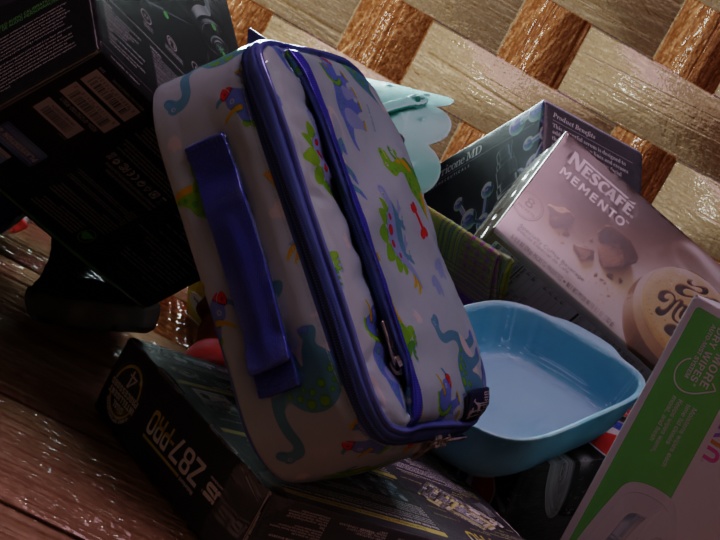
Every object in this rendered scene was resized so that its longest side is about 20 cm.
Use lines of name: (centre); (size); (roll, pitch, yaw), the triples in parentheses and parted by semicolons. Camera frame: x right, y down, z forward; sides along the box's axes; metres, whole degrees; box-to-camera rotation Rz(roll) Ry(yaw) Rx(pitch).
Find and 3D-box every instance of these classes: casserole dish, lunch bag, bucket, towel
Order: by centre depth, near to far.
lunch bag: (-0.018, -0.004, 0.825); (0.161, 0.082, 0.201); (8, 62, -66)
casserole dish: (0.081, 0.069, 1.017); (0.121, 0.039, 0.199); (32, 26, 28)
towel: (0.038, 0.025, 1.227); (0.143, 0.201, 0.023); (35, 51, 27)
bucket: (-0.021, -0.060, 1.386); (0.134, 0.209, 0.207); (17, 9, -5)

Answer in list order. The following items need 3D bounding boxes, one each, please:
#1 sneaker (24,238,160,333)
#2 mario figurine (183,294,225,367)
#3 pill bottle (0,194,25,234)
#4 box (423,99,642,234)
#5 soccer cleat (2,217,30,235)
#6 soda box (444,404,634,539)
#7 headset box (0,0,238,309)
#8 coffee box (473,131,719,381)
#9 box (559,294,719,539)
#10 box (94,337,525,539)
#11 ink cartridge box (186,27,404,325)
sneaker: (-0.146, -0.027, 1.013); (0.076, 0.115, 0.199); (7, 12, -6)
mario figurine: (-0.050, -0.002, 1.008); (0.105, 0.202, 0.123); (-12, -13, 18)
pill bottle: (-0.228, -0.065, 0.943); (0.115, 0.116, 0.200); (29, 13, -2)
box: (0.126, -0.001, 1.347); (0.107, 0.201, 0.148); (25, -34, -29)
soccer cleat: (-0.180, -0.093, 1.127); (0.077, 0.200, 0.070); (20, -39, 52)
soda box: (0.134, 0.125, 1.085); (0.199, 0.071, 0.063); (1, 28, -44)
headset box: (-0.135, -0.115, 0.910); (0.174, 0.092, 0.201); (46, 23, -50)
coffee box: (0.172, 0.018, 1.210); (0.200, 0.113, 0.080); (41, -35, -1)
box: (0.201, 0.130, 0.975); (0.096, 0.201, 0.176); (32, 10, 28)
box: (-0.016, 0.110, 0.888); (0.199, 0.049, 0.161); (22, 10, -39)
ink cartridge box: (-0.046, -0.022, 1.088); (0.047, 0.201, 0.198); (-12, 30, -27)
